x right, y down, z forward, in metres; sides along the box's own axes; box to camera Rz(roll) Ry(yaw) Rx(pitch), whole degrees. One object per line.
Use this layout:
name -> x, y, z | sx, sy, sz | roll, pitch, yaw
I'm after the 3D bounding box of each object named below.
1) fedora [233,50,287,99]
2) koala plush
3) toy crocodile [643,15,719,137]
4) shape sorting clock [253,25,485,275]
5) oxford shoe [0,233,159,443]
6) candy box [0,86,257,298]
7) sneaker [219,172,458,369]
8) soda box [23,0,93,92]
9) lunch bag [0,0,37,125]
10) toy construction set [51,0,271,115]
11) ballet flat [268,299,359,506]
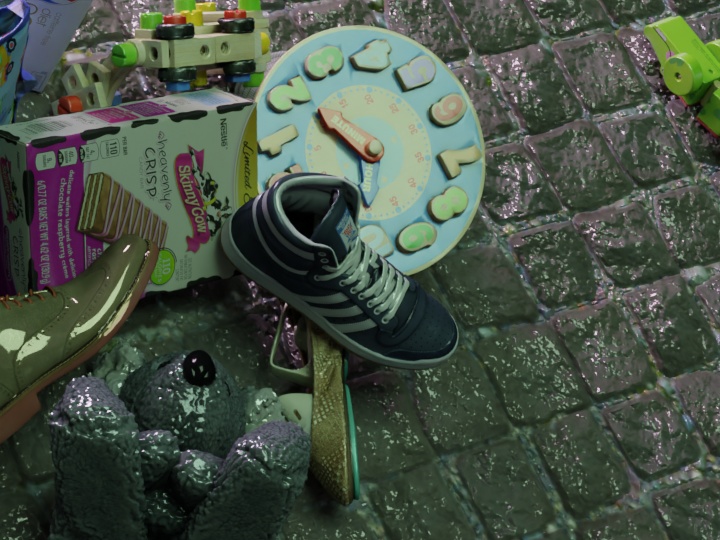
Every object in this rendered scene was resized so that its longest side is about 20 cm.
fedora -> -0.011, -0.121, 1.789 | 0.176, 0.090, 0.201 | 13, 54, -21
koala plush -> -0.133, 0.128, 1.536 | 0.176, 0.185, 0.201 | 12, 33, -7
toy crocodile -> 0.333, -0.154, 2.031 | 0.067, 0.062, 0.200 | -28, 71, -38
shape sorting clock -> 0.007, -0.092, 1.706 | 0.198, 0.039, 0.202 | 2, 83, -18
oxford shoe -> -0.222, 0.037, 1.534 | 0.200, 0.070, 0.075 | -48, 109, -19
candy box -> -0.171, -0.051, 1.624 | 0.199, 0.138, 0.061 | -15, 24, -35
sneaker -> 0.000, 0.000, 1.615 | 0.199, 0.108, 0.070 | 30, 59, -11
soda box -> -0.234, -0.222, 1.658 | 0.063, 0.200, 0.069 | 17, 53, -20
lunch bag -> -0.302, -0.101, 1.565 | 0.094, 0.151, 0.200 | 35, 45, 20
toy construction set -> -0.149, -0.168, 1.727 | 0.199, 0.131, 0.093 | -30, 116, -38
ballet flat -> -0.037, 0.089, 1.663 | 0.065, 0.071, 0.201 | 1, 52, -7
